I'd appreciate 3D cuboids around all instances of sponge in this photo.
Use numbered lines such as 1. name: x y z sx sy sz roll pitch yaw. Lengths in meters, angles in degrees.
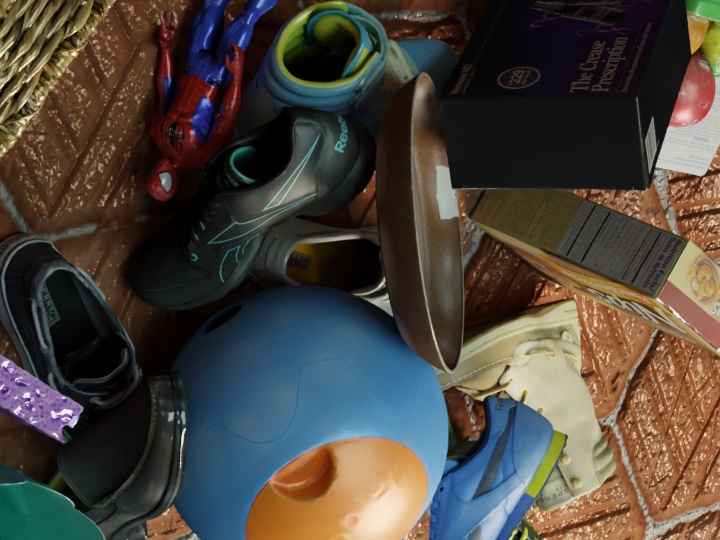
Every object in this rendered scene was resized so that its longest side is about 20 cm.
1. sponge: -0.267 0.037 1.277 0.200 0.111 0.030 40 77 -44

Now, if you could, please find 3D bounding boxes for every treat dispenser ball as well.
1. treat dispenser ball: -0.040 0.110 1.452 0.201 0.201 0.201 -18 118 -37

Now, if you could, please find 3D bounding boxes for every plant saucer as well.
1. plant saucer: 0.039 -0.030 1.411 0.200 0.032 0.201 -6 90 -80

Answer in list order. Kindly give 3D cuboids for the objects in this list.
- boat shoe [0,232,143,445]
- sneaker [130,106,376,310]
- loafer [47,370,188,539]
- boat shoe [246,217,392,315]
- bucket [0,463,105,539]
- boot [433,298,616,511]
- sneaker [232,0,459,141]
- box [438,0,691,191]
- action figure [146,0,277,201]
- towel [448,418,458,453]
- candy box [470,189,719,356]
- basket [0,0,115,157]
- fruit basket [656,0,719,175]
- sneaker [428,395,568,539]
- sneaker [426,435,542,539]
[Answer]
1. boat shoe: -0.177 0.063 1.400 0.072 0.068 0.200 -39 130 -24
2. sneaker: -0.085 -0.047 1.392 0.200 0.076 0.079 -36 146 22
3. loafer: -0.162 0.130 1.384 0.072 0.073 0.200 7 141 -20
4. boat shoe: 0.000 0.000 1.536 0.200 0.070 0.071 15 96 -44
5. bucket: -0.268 0.203 1.327 0.207 0.135 0.208 -17 116 -37
6. boot: 0.122 0.113 1.641 0.200 0.073 0.156 -16 91 -55
7. sneaker: 0.009 -0.137 1.446 0.200 0.080 0.131 -25 160 -34
8. box: 0.149 -0.137 1.509 0.200 0.141 0.079 -64 147 -53
9. action figure: -0.099 -0.141 1.396 0.052 0.065 0.201 13 97 -67
10. towel: -0.010 0.154 1.625 0.200 0.031 0.149 -40 132 -27
11. candy box: 0.192 -0.008 1.618 0.115 0.200 0.055 35 83 -45
12. basket: -0.204 -0.124 1.248 0.200 0.143 0.149 -56 133 -10
13. fruit basket: 0.256 -0.179 1.705 0.185 0.094 0.200 6 118 -43
14. sneaker: 0.074 0.186 1.572 0.078 0.066 0.200 29 93 -5
15. sneaker: 0.113 0.208 1.701 0.074 0.085 0.200 -45 141 -21
